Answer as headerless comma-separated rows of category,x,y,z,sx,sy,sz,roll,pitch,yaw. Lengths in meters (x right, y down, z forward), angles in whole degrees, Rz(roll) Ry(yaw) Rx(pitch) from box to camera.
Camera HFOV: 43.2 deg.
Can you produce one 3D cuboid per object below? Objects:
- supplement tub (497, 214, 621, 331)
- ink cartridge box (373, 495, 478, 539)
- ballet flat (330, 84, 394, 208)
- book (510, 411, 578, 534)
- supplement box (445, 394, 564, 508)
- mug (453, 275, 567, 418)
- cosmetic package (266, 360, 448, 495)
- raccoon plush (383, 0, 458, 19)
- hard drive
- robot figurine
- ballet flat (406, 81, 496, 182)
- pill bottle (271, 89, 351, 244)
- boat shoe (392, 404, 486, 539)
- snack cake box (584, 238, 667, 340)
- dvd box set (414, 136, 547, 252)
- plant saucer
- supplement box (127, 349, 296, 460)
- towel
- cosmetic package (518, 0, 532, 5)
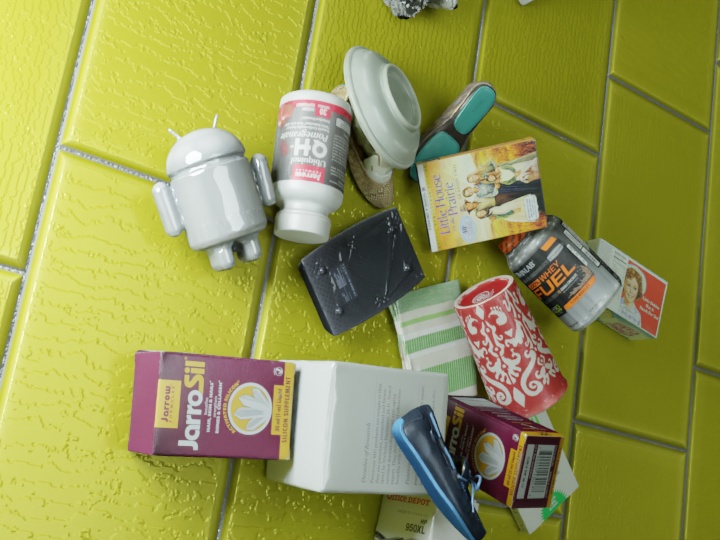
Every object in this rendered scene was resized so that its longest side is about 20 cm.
supplement tub,0.336,-0.006,1.546,0.200,0.123,0.123,44,61,3
ink cartridge box,0.083,0.424,1.330,0.083,0.144,0.204,23,71,-28
ballet flat,0.010,-0.194,1.408,0.070,0.065,0.203,-31,101,-30
book,0.280,0.320,1.540,0.133,0.048,0.203,-34,105,-28
supplement box,0.204,0.272,1.385,0.084,0.199,0.113,9,95,-34
mug,0.235,0.118,1.494,0.131,0.178,0.203,-27,103,0
cosmetic package,-0.005,0.218,1.274,0.196,0.166,0.171,10,81,-31
raccoon plush,0.091,-0.510,1.493,0.134,0.096,0.203,-40,106,-39
hard drive,0.000,0.000,1.390,0.198,0.042,0.137,-31,101,-33
robot figurine,-0.195,-0.104,1.230,0.167,0.112,0.204,-21,95,-27
ballet flat,0.145,-0.228,1.492,0.200,0.067,0.068,-46,116,7
pill bottle,-0.075,-0.147,1.317,0.109,0.110,0.205,13,77,-31
boat shoe,0.120,0.268,1.193,0.068,0.084,0.202,-35,109,-18
snack cake box,0.476,0.037,1.690,0.198,0.067,0.117,28,69,-28
dvd box set,0.195,-0.122,1.468,0.195,0.029,0.150,-11,103,-1
plant saucer,0.047,-0.258,1.396,0.200,0.049,0.204,43,36,-42
supplement box,-0.195,0.178,1.200,0.196,0.102,0.134,8,81,-32
towel,0.121,0.128,1.468,0.150,0.023,0.205,-11,88,-35
cosmetic package,0.315,-0.621,1.606,0.200,0.166,0.168,44,62,-22
